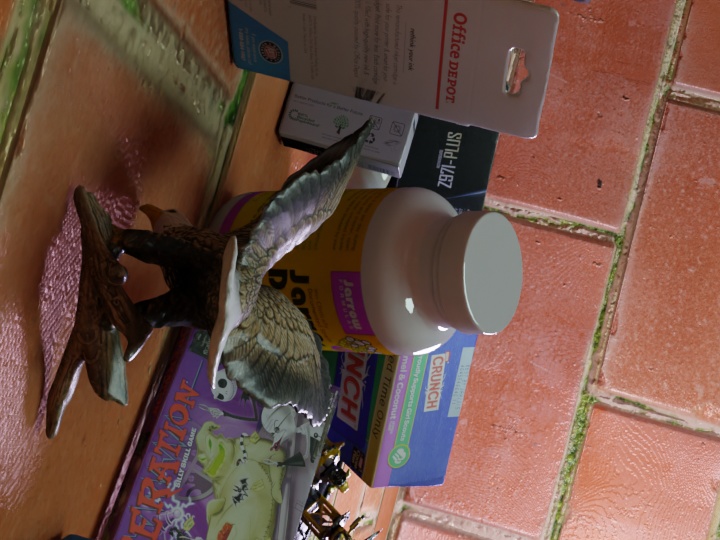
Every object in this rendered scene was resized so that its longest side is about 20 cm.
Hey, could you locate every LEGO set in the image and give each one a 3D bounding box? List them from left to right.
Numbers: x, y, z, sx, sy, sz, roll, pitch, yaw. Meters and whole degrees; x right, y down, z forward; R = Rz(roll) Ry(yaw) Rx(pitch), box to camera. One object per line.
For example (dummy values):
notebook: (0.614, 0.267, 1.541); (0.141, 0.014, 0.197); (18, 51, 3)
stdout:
LEGO set: (-0.060, 0.214, 0.941); (0.199, 0.116, 0.155); (-38, 160, -28)

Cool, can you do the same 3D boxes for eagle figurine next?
eagle figurine: (-0.062, 0.000, 0.697); (0.152, 0.198, 0.153); (-41, -118, 42)

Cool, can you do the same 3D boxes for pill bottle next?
pill bottle: (0.000, 0.000, 0.848); (0.104, 0.198, 0.106); (-1, 91, -54)

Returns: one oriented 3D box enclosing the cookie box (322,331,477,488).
cookie box: (0.003, 0.048, 1.042); (0.200, 0.074, 0.174); (35, -62, 52)

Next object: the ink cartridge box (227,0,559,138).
ink cartridge box: (0.023, -0.160, 0.792); (0.116, 0.197, 0.067); (92, 16, -56)

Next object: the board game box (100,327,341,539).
board game box: (-0.092, 0.143, 0.845); (0.032, 0.119, 0.202); (-25, -138, 58)

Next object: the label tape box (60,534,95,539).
label tape box: (-0.170, 0.251, 0.673); (0.143, 0.065, 0.203); (-5, 107, -81)

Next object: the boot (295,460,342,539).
boot: (-0.069, 0.178, 1.185); (0.163, 0.072, 0.200); (82, 24, -59)

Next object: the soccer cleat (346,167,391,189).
soccer cleat: (-0.002, -0.151, 1.102); (0.078, 0.068, 0.203); (-34, 130, -73)

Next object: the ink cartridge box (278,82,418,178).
ink cartridge box: (0.012, -0.180, 1.017); (0.039, 0.098, 0.203); (72, 34, -78)

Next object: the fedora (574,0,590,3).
fedora: (0.052, -0.221, 0.872); (0.090, 0.201, 0.177); (-42, 164, 10)

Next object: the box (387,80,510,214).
box: (0.057, -0.126, 1.222); (0.200, 0.085, 0.166); (-111, -151, -64)
